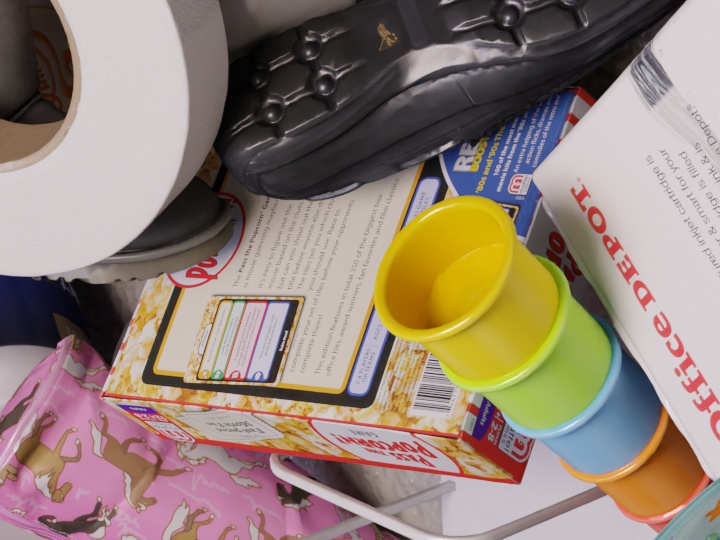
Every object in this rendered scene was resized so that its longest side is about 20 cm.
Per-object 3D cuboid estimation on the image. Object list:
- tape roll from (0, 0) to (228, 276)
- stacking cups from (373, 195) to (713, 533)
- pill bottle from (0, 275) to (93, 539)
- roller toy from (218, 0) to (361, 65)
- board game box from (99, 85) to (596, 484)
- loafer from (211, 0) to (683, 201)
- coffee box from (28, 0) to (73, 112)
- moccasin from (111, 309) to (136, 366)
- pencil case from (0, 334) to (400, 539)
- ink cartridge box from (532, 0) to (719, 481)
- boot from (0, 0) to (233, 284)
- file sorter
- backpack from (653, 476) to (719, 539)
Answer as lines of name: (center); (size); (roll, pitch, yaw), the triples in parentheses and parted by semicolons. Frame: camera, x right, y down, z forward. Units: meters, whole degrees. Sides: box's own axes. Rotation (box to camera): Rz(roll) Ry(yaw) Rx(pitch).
tape roll: (-0.146, -0.092, 1.139); (0.202, 0.037, 0.204); (14, 125, 20)
stacking cups: (0.080, 0.049, 1.122); (0.060, 0.061, 0.200); (23, 164, 45)
pill bottle: (-0.186, 0.050, 1.459); (0.116, 0.115, 0.200); (111, 148, -41)
roller toy: (-0.037, -0.181, 1.195); (0.200, 0.139, 0.183); (34, 134, 52)
board game box: (0.000, 0.000, 1.212); (0.199, 0.046, 0.152); (5, 67, 42)
loafer: (0.038, -0.083, 1.150); (0.200, 0.070, 0.068); (-24, 62, 11)
coffee box: (-0.163, -0.102, 1.328); (0.080, 0.199, 0.115); (-124, 36, -46)
moccasin: (-0.056, 0.034, 1.377); (0.201, 0.073, 0.078); (-49, 58, 39)
pencil case: (-0.078, 0.112, 1.342); (0.200, 0.087, 0.083); (34, 125, -11)
ink cartridge box: (0.168, -0.035, 1.044); (0.145, 0.084, 0.200); (59, 141, 16)
boot: (-0.142, -0.100, 1.200); (0.181, 0.073, 0.201); (7, 118, 15)
file sorter: (0.047, 0.165, 1.254); (0.138, 0.124, 0.201); (20, 121, 47)
backpack: (0.176, 0.153, 1.013); (0.200, 0.177, 0.150); (52, 167, -17)
